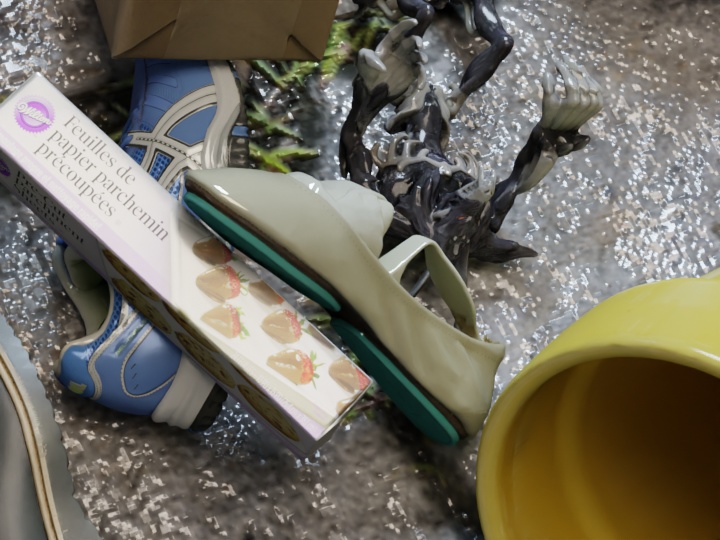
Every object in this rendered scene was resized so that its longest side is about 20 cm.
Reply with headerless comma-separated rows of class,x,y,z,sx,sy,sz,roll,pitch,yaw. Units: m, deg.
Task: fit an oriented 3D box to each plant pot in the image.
plant pot,0.182,0.075,1.197,0.201,0.201,0.189,42,45,8

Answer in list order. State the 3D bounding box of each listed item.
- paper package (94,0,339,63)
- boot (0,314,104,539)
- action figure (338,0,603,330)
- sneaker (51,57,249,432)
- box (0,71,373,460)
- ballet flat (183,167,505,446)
paper package,-0.070,-0.221,1.242,0.103,0.191,0.200,0,42,-20
boot,-0.188,0.107,1.137,0.138,0.077,0.200,-20,69,-19
action figure,0.042,-0.078,1.283,0.119,0.102,0.200,11,58,-24
sneaker,-0.096,-0.027,1.229,0.077,0.076,0.200,8,60,-17
box,-0.081,-0.001,1.168,0.200,0.041,0.039,43,68,3
ballet flat,0.000,0.000,1.201,0.200,0.069,0.070,45,50,-37
